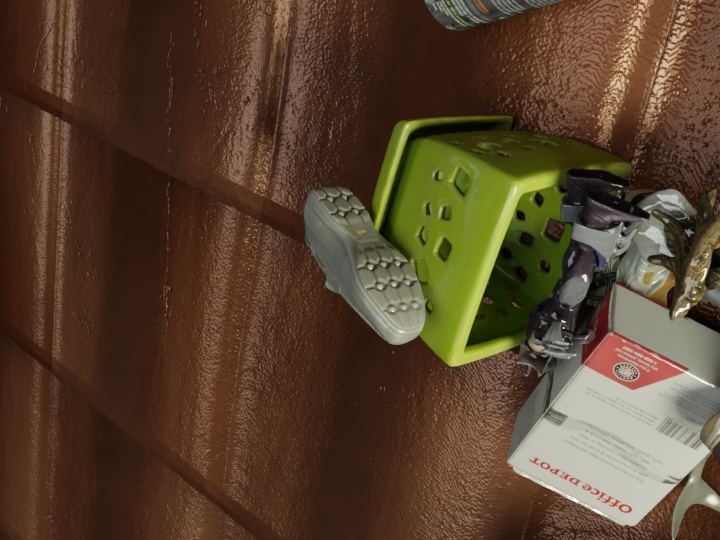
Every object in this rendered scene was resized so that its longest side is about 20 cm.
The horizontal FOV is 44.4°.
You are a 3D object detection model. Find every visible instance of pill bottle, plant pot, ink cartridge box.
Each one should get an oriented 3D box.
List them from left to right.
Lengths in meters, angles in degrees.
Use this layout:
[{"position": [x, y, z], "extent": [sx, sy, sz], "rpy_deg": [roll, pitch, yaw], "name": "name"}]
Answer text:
[{"position": [0.120, -0.051, 0.885], "extent": [0.181, 0.199, 0.201], "rpy_deg": [38, 125, 36], "name": "plant pot"}, {"position": [0.160, -0.302, 0.838], "extent": [0.199, 0.106, 0.107], "rpy_deg": [-4, 99, 42], "name": "pill bottle"}, {"position": [0.250, 0.131, 0.840], "extent": [0.146, 0.083, 0.201], "rpy_deg": [26, 129, -1], "name": "ink cartridge box"}]

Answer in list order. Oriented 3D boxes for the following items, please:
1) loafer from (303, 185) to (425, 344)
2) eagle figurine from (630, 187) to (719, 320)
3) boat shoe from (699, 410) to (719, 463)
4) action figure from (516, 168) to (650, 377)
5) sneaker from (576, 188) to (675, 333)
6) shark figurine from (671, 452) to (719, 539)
[{"position": [0.000, 0.000, 0.847], "extent": [0.201, 0.069, 0.070], "rpy_deg": [60, 143, 39], "name": "loafer"}, {"position": [0.337, -0.003, 0.730], "extent": [0.151, 0.198, 0.153], "rpy_deg": [-28, 67, 59], "name": "eagle figurine"}, {"position": [0.381, 0.117, 0.720], "extent": [0.198, 0.072, 0.065], "rpy_deg": [-23, 55, 1], "name": "boat shoe"}, {"position": [0.189, 0.016, 0.786], "extent": [0.069, 0.130, 0.202], "rpy_deg": [15, 123, 5], "name": "action figure"}, {"position": [0.260, 0.010, 0.869], "extent": [0.088, 0.075, 0.201], "rpy_deg": [-113, 33, -44], "name": "sneaker"}, {"position": [0.349, 0.153, 0.807], "extent": [0.214, 0.089, 0.129], "rpy_deg": [-43, 72, 38], "name": "shark figurine"}]
